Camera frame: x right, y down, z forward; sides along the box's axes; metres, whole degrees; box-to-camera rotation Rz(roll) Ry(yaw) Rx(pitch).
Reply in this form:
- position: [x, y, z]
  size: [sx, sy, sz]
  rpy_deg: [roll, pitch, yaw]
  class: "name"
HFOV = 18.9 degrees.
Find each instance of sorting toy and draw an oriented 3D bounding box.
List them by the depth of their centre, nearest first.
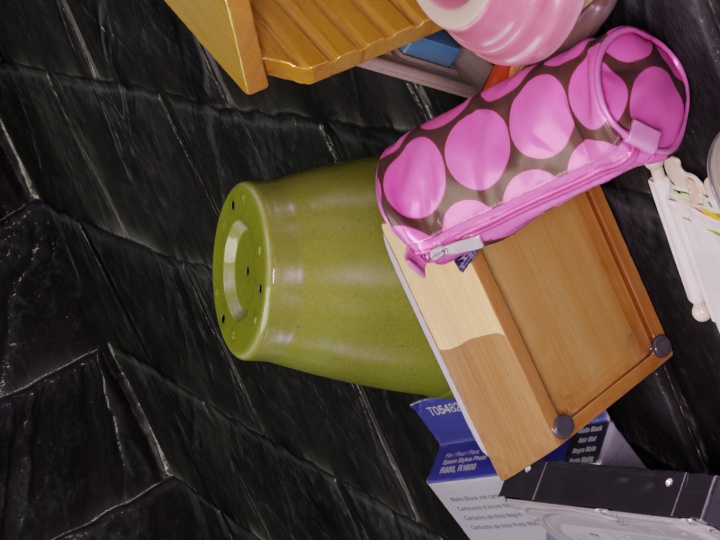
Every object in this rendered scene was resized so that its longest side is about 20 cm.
- position: [-0.014, -0.194, 1.497]
  size: [0.185, 0.200, 0.036]
  rpy_deg: [50, 120, 34]
  class: "sorting toy"

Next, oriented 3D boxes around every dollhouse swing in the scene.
- position: [-0.027, -0.255, 1.366]
  size: [0.182, 0.200, 0.176]
  rpy_deg: [50, 152, 34]
  class: "dollhouse swing"

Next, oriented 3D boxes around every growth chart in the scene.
- position: [0.241, 0.008, 1.309]
  size: [0.200, 0.018, 0.145]
  rpy_deg: [38, 152, 53]
  class: "growth chart"

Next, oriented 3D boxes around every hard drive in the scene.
- position: [0.206, 0.174, 1.454]
  size: [0.140, 0.038, 0.200]
  rpy_deg: [32, 160, -33]
  class: "hard drive"

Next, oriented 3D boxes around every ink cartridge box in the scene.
- position: [0.145, 0.175, 1.643]
  size: [0.199, 0.041, 0.200]
  rpy_deg: [-15, 116, 50]
  class: "ink cartridge box"

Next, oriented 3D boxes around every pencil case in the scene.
- position: [0.103, -0.069, 1.305]
  size: [0.091, 0.094, 0.200]
  rpy_deg: [38, 135, -25]
  class: "pencil case"

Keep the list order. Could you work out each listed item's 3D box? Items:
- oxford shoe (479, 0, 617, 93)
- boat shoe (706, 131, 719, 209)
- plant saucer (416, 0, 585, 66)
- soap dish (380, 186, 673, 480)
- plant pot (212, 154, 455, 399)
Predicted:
- position: [0.132, -0.133, 1.355]
  size: [0.073, 0.071, 0.200]
  rpy_deg: [28, 155, -3]
  class: "oxford shoe"
- position: [0.256, 0.002, 1.160]
  size: [0.200, 0.076, 0.072]
  rpy_deg: [59, 162, 3]
  class: "boat shoe"
- position: [0.070, -0.219, 1.276]
  size: [0.200, 0.051, 0.201]
  rpy_deg: [171, 90, -67]
  class: "plant saucer"
- position: [0.119, 0.018, 1.469]
  size: [0.081, 0.157, 0.200]
  rpy_deg: [-7, 112, 55]
  class: "soap dish"
- position: [0.000, 0.000, 1.581]
  size: [0.200, 0.193, 0.201]
  rpy_deg: [-179, 90, -68]
  class: "plant pot"
